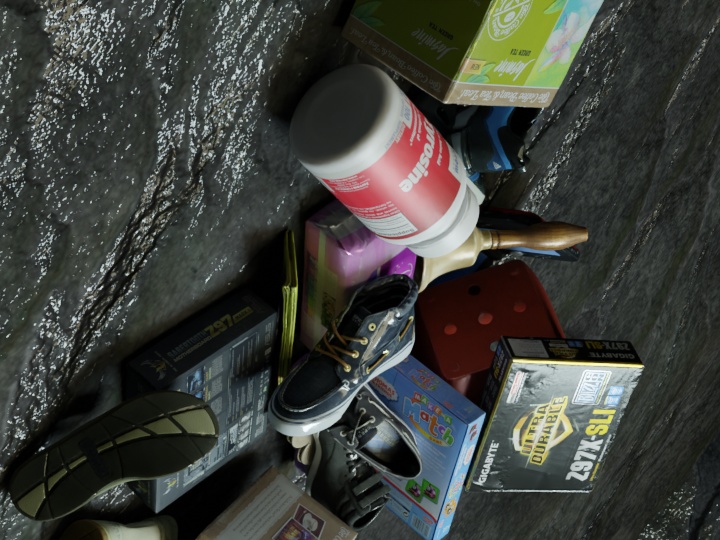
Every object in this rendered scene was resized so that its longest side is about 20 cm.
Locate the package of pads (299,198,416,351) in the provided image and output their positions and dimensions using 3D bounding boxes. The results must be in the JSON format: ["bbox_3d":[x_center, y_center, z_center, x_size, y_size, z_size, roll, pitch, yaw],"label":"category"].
[{"bbox_3d":[0.000,0.000,1.561,0.120,0.076,0.200,-33,147,-29],"label":"package of pads"}]

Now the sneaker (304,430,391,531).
[{"bbox_3d":[-0.003,0.213,1.687,0.071,0.099,0.200,-26,141,-38],"label":"sneaker"}]

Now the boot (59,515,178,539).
[{"bbox_3d":[-0.278,0.340,1.537,0.200,0.072,0.155,-59,155,11],"label":"boot"}]

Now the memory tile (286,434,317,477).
[{"bbox_3d":[-0.025,0.155,1.711,0.153,0.017,0.200,-44,151,-15],"label":"memory tile"}]

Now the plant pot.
[{"bbox_3d":[0.157,0.104,1.751,0.200,0.200,0.176,-18,140,0],"label":"plant pot"}]

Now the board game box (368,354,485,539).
[{"bbox_3d":[0.057,0.197,1.703,0.037,0.151,0.200,-28,144,-39],"label":"board game box"}]

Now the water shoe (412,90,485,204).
[{"bbox_3d":[0.103,-0.132,1.573,0.079,0.071,0.200,-56,154,-5],"label":"water shoe"}]

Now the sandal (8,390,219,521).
[{"bbox_3d":[-0.230,0.166,1.376,0.201,0.080,0.057,-21,-175,-2],"label":"sandal"}]

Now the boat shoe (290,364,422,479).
[{"bbox_3d":[0.000,0.167,1.592,0.070,0.066,0.200,-41,128,4],"label":"boat shoe"}]

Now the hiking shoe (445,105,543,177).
[{"bbox_3d":[0.150,-0.179,1.506,0.074,0.087,0.200,54,45,-55],"label":"hiking shoe"}]

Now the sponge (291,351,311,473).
[{"bbox_3d":[-0.033,0.148,1.739,0.112,0.030,0.200,-38,150,-28],"label":"sponge"}]

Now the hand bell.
[{"bbox_3d":[0.152,-0.035,1.625,0.200,0.104,0.104,-5,137,-11],"label":"hand bell"}]

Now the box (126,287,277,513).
[{"bbox_3d":[-0.161,0.131,1.490,0.158,0.051,0.200,-35,149,-34],"label":"box"}]

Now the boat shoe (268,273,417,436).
[{"bbox_3d":[-0.018,0.079,1.485,0.200,0.071,0.091,-38,147,-36],"label":"boat shoe"}]

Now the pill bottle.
[{"bbox_3d":[0.030,-0.096,1.399,0.112,0.112,0.200,-51,136,-3],"label":"pill bottle"}]

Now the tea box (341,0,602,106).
[{"bbox_3d":[0.120,-0.265,1.353,0.200,0.134,0.197,-8,130,-55],"label":"tea box"}]

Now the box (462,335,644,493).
[{"bbox_3d":[0.211,0.165,1.668,0.159,0.049,0.200,3,126,-18],"label":"box"}]

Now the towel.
[{"bbox_3d":[-0.081,0.060,1.516,0.018,0.086,0.200,0,133,-9],"label":"towel"}]

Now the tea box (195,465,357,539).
[{"bbox_3d":[-0.131,0.355,1.639,0.197,0.134,0.200,-55,173,22],"label":"tea box"}]

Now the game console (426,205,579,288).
[{"bbox_3d":[0.148,0.000,1.762,0.200,0.172,0.119,28,72,-64],"label":"game console"}]
